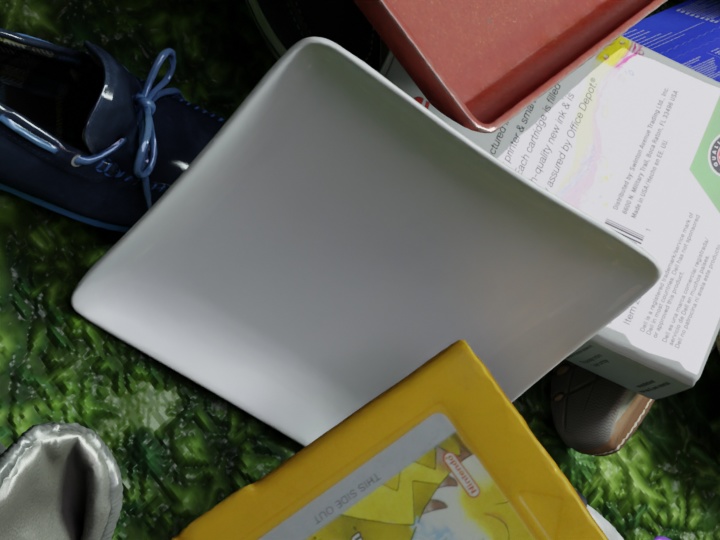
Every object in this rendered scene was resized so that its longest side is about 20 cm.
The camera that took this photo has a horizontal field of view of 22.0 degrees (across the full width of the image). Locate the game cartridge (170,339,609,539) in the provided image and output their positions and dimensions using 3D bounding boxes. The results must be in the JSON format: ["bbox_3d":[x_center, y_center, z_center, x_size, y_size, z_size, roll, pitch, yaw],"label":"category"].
[{"bbox_3d":[0.013,0.155,0.808,0.200,0.032,0.176,-34,71,-4],"label":"game cartridge"}]

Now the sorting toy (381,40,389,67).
[{"bbox_3d":[0.031,-0.179,1.014,0.200,0.036,0.185,-36,97,-31],"label":"sorting toy"}]

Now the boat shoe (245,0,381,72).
[{"bbox_3d":[-0.022,-0.184,0.927,0.074,0.062,0.200,-1,79,-31],"label":"boat shoe"}]

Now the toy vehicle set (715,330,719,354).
[{"bbox_3d":[0.271,0.068,1.023,0.124,0.027,0.200,-28,116,-10],"label":"toy vehicle set"}]

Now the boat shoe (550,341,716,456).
[{"bbox_3d":[0.171,0.021,1.019,0.072,0.076,0.200,43,64,-28],"label":"boat shoe"}]

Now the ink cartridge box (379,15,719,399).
[{"bbox_3d":[0.094,-0.044,0.923,0.200,0.084,0.145,25,79,-2],"label":"ink cartridge box"}]

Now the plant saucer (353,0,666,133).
[{"bbox_3d":[0.042,-0.173,0.855,0.200,0.037,0.200,53,47,-1],"label":"plant saucer"}]

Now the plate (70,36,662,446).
[{"bbox_3d":[0.000,0.000,0.846,0.200,0.200,0.032,32,37,-20],"label":"plate"}]

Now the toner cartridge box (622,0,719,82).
[{"bbox_3d":[0.209,-0.119,1.070,0.200,0.095,0.043,-25,126,-36],"label":"toner cartridge box"}]

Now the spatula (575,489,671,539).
[{"bbox_3d":[0.125,0.137,0.984,0.200,0.021,0.057,39,60,-17],"label":"spatula"}]

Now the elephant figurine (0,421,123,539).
[{"bbox_3d":[-0.162,0.112,0.754,0.200,0.155,0.142,28,18,-35],"label":"elephant figurine"}]

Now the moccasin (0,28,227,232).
[{"bbox_3d":[-0.128,-0.065,0.841,0.200,0.068,0.081,9,54,-32],"label":"moccasin"}]
